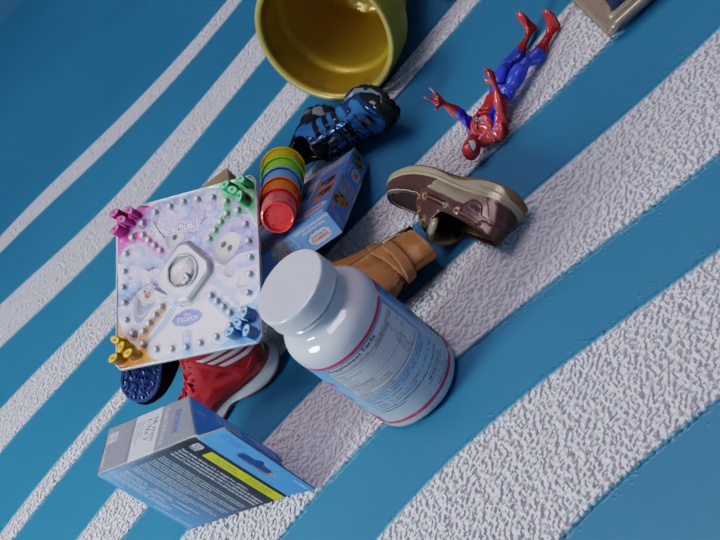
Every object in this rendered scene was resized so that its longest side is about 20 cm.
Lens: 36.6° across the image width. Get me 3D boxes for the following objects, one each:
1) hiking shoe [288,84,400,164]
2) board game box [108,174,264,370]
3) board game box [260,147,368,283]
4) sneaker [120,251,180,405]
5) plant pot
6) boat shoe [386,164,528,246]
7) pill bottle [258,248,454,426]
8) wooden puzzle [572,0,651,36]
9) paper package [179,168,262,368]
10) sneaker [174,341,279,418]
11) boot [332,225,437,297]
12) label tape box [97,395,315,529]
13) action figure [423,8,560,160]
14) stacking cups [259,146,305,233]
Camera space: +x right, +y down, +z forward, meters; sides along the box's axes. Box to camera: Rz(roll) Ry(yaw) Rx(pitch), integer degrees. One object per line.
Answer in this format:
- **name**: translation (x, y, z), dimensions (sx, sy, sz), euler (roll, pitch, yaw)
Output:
- **hiking shoe**: translation (-0.022, -0.177, 1.413), dimensions (0.200, 0.074, 0.087), euler (-12, 43, 56)
- **board game box**: translation (-0.207, 0.001, 1.257), dimensions (0.199, 0.026, 0.201), euler (-13, 70, 23)
- **board game box**: translation (-0.071, -0.063, 1.340), dimensions (0.151, 0.037, 0.200), euler (-33, 16, 24)
- **sneaker**: translation (-0.245, 0.064, 1.330), dimensions (0.078, 0.070, 0.201), euler (81, -156, -82)
- **plant pot**: translation (-0.020, -0.367, 1.489), dimensions (0.200, 0.201, 0.189), euler (-19, 31, 37)
- **boat shoe**: translation (0.091, -0.063, 1.196), dimensions (0.199, 0.072, 0.072), euler (17, 71, 46)
- **pill bottle**: translation (-0.004, 0.065, 1.074), dimensions (0.108, 0.200, 0.109), euler (-29, 41, 28)
- **wooden puzzle**: translation (0.310, -0.379, 1.245), dimensions (0.185, 0.046, 0.200), euler (-42, 37, 14)
- **paper package**: translation (-0.208, -0.002, 1.441), dimensions (0.199, 0.103, 0.191), euler (-33, 41, 23)
- **sneaker**: translation (-0.203, 0.133, 1.307), dimensions (0.200, 0.115, 0.078), euler (-43, 36, 12)
- **boot**: translation (0.000, 0.000, 1.250), dimensions (0.155, 0.074, 0.200), euler (-42, 31, -2)
- **label tape box**: translation (-0.163, 0.203, 1.179), dimensions (0.199, 0.144, 0.064), euler (-24, 42, 32)
- **action figure**: translation (0.150, -0.225, 1.250), dimensions (0.065, 0.099, 0.201), euler (7, 67, 51)
- **stacking cups**: translation (-0.093, -0.099, 1.323), dimensions (0.060, 0.060, 0.200), euler (-44, 18, 11)
